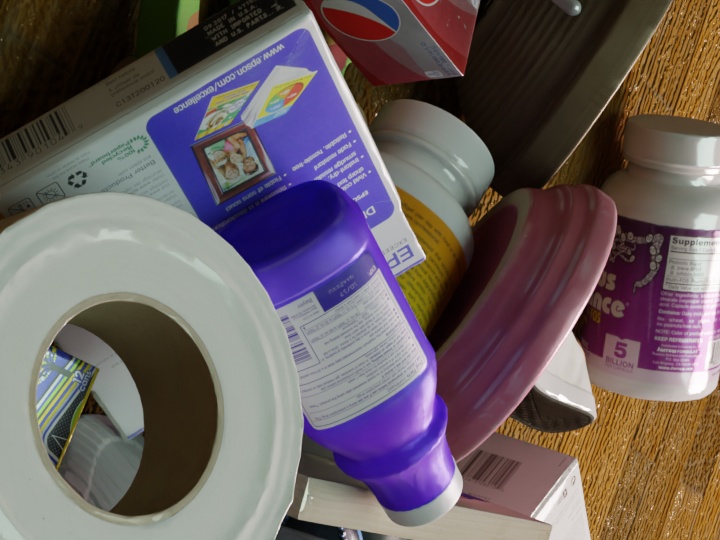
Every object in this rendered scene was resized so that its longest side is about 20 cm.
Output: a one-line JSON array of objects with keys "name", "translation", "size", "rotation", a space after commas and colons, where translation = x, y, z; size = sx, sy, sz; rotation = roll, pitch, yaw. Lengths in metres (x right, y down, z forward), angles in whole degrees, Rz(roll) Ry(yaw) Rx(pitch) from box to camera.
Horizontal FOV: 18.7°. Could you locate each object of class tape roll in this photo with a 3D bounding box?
[{"name": "tape roll", "translation": [-0.124, 0.068, 1.014], "size": [0.201, 0.071, 0.205], "rotation": [10, 74, -38]}]

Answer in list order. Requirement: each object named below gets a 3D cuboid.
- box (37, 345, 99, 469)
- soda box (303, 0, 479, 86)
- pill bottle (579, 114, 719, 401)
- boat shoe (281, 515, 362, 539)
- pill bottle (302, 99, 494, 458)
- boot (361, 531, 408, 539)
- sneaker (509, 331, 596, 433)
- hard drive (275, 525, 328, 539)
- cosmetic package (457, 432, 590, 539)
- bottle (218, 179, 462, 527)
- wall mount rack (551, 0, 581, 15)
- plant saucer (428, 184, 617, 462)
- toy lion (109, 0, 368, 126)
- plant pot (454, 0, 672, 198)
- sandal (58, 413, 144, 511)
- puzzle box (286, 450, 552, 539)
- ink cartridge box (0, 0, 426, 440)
[{"name": "box", "translation": [-0.204, 0.124, 1.052], "size": [0.070, 0.064, 0.202], "rotation": [29, 77, -34]}, {"name": "soda box", "translation": [-0.008, -0.182, 1.173], "size": [0.200, 0.063, 0.071], "rotation": [45, 50, -46]}, {"name": "pill bottle", "translation": [0.228, -0.012, 1.646], "size": [0.112, 0.112, 0.202], "rotation": [-13, 113, -55]}, {"name": "boat shoe", "translation": [-0.042, 0.239, 1.348], "size": [0.069, 0.083, 0.202], "rotation": [-8, 107, -68]}, {"name": "pill bottle", "translation": [0.000, 0.000, 1.293], "size": [0.201, 0.110, 0.111], "rotation": [-58, 144, -25]}, {"name": "boot", "translation": [0.004, 0.191, 1.417], "size": [0.182, 0.072, 0.202], "rotation": [-42, 138, -45]}, {"name": "sneaker", "translation": [0.098, 0.049, 1.527], "size": [0.200, 0.072, 0.085], "rotation": [32, 48, -53]}, {"name": "hard drive", "translation": [-0.083, 0.172, 1.148], "size": [0.139, 0.199, 0.033], "rotation": [-27, 123, -51]}, {"name": "cosmetic package", "translation": [0.105, 0.216, 1.551], "size": [0.085, 0.107, 0.201], "rotation": [-46, 136, -37]}, {"name": "bottle", "translation": [-0.003, 0.050, 1.134], "size": [0.083, 0.065, 0.201], "rotation": [-29, 124, -1]}, {"name": "wall mount rack", "translation": [0.062, -0.238, 1.293], "size": [0.199, 0.074, 0.176], "rotation": [15, 64, -58]}, {"name": "plant saucer", "translation": [0.076, 0.025, 1.320], "size": [0.051, 0.200, 0.201], "rotation": [35, 66, -11]}, {"name": "toy lion", "translation": [-0.049, -0.154, 1.212], "size": [0.199, 0.068, 0.194], "rotation": [8, 89, -58]}, {"name": "plant pot", "translation": [0.120, -0.149, 1.404], "size": [0.202, 0.092, 0.201], "rotation": [-57, -177, 5]}, {"name": "sandal", "translation": [-0.145, 0.130, 1.131], "size": [0.050, 0.083, 0.203], "rotation": [-39, -173, 15]}, {"name": "puzzle box", "translation": [0.001, 0.131, 1.278], "size": [0.199, 0.133, 0.026], "rotation": [16, 89, -40]}, {"name": "ink cartridge box", "translation": [-0.084, -0.027, 1.123], "size": [0.197, 0.044, 0.201], "rotation": [-30, 137, -3]}]
